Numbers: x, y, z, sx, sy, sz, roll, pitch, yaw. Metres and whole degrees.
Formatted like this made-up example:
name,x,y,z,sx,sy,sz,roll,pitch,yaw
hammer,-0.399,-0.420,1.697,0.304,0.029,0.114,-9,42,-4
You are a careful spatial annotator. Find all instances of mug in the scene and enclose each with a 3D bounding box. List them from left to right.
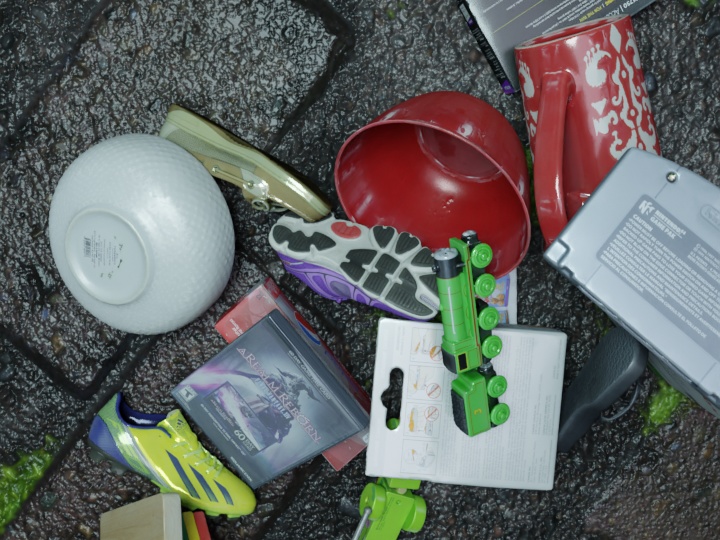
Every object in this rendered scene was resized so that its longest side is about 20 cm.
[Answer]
name,x,y,z,sx,sy,sz,roll,pitch,yaw
mug,0.215,-0.117,0.748,0.130,0.178,0.204,-12,106,13

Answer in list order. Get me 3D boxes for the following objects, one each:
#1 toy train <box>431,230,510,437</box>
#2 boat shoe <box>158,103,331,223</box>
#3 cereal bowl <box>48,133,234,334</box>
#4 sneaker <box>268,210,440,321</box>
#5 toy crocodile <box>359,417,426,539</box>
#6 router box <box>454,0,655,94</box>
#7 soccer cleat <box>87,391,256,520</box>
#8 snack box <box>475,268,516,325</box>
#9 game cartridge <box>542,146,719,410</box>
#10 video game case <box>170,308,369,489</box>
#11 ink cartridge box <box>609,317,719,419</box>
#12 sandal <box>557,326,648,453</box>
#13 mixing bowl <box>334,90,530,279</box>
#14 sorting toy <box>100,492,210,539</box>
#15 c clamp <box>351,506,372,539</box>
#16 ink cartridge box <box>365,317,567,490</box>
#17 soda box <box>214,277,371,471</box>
name,x,y,z,sx,sy,sz,roll,pitch,yaw
toy train,0.102,0.063,0.768,0.055,0.042,0.205,-17,111,-17
boat shoe,-0.119,-0.095,0.818,0.198,0.073,0.064,31,97,10
cereal bowl,-0.226,-0.026,0.803,0.195,0.083,0.205,6,112,16
sneaker,0.000,0.000,0.819,0.197,0.084,0.081,25,59,28
toy crocodile,0.043,0.217,0.881,0.066,0.062,0.204,14,103,-18
router box,0.196,-0.294,0.812,0.197,0.051,0.151,-31,99,4
soccer cleat,-0.194,0.199,0.876,0.197,0.065,0.085,28,84,-6
snack box,0.132,0.091,0.879,0.070,0.024,0.205,-2,98,-1
game cartridge,0.264,0.002,0.663,0.199,0.040,0.134,41,95,7
video game case,-0.099,0.138,0.834,0.144,0.019,0.199,50,131,-5
ink cartridge box,0.307,0.047,0.784,0.084,0.200,0.147,-39,96,4
sandal,0.241,0.121,0.815,0.042,0.201,0.077,19,57,2
mixing bowl,0.084,-0.096,0.789,0.198,0.200,0.109,34,57,-4
sorting toy,-0.198,0.337,0.821,0.068,0.199,0.204,5,68,-33
c clamp,0.041,0.371,0.823,0.198,0.027,0.173,35,77,-2
ink cartridge box,0.107,0.136,0.843,0.195,0.050,0.167,5,92,-1
soda box,-0.062,0.106,0.862,0.070,0.063,0.201,-38,95,7
